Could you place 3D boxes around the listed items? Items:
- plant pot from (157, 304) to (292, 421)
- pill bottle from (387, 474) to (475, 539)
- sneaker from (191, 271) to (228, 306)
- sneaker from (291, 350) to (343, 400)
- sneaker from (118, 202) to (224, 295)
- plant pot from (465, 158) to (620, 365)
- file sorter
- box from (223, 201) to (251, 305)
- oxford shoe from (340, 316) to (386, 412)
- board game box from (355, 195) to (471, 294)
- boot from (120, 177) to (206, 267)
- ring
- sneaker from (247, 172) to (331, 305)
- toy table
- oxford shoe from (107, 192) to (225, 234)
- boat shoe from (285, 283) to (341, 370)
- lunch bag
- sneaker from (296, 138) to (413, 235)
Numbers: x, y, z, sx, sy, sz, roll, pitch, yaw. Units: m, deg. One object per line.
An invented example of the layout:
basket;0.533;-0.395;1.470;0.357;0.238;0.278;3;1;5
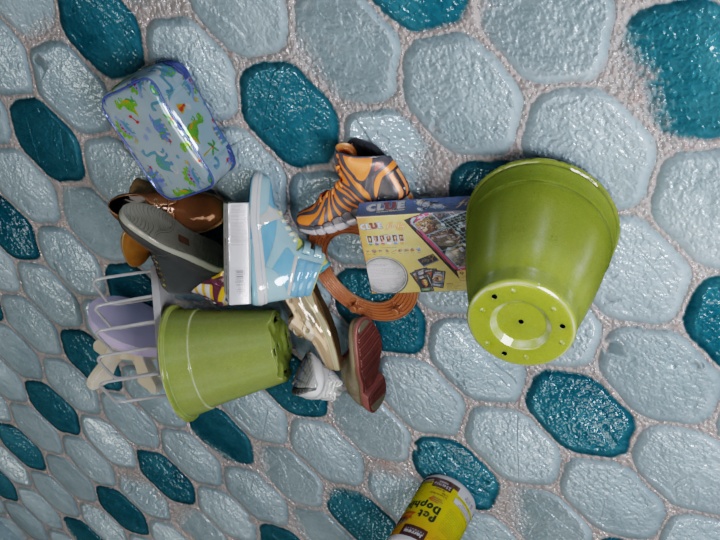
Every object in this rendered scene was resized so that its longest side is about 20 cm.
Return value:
plant pot;-0.220;0.143;1.720;0.186;0.201;0.203;-10;124;12
pill bottle;0.113;0.457;1.736;0.108;0.201;0.111;20;137;21
sneaker;-0.261;0.026;1.739;0.198;0.075;0.091;-17;109;46
sneaker;-0.066;0.183;1.691;0.086;0.076;0.200;27;180;-2
sneaker;-0.317;-0.025;1.603;0.199;0.076;0.106;31;126;-32
plant pot;0.208;0.004;1.224;0.196;0.194;0.203;10;132;11
file sorter;-0.391;0.118;1.765;0.122;0.204;0.139;-9;158;-1
box;-0.187;-0.031;1.520;0.200;0.036;0.148;-157;66;-78
oxford shoe;-0.008;0.150;1.658;0.074;0.070;0.203;21;135;29
board game box;0.101;-0.034;1.377;0.196;0.035;0.137;-2;128;13
boot;-0.334;-0.054;1.729;0.142;0.071;0.203;29;135;14
ring;0.000;0.000;1.554;0.198;0.019;0.203;21;136;22
sneaker;-0.110;-0.049;1.543;0.128;0.204;0.080;-2;174;-9
toy table;-0.442;0.145;1.924;0.199;0.182;0.119;37;129;38
oxford shoe;-0.311;-0.094;1.620;0.196;0.071;0.073;-1;86;8
boat shoe;-0.085;0.074;1.625;0.063;0.071;0.203;-20;102;7
lunch bag;-0.295;-0.213;1.545;0.159;0.083;0.202;-12;118;43
sneaker;-0.024;-0.124;1.428;0.197;0.078;0.113;-14;113;33
